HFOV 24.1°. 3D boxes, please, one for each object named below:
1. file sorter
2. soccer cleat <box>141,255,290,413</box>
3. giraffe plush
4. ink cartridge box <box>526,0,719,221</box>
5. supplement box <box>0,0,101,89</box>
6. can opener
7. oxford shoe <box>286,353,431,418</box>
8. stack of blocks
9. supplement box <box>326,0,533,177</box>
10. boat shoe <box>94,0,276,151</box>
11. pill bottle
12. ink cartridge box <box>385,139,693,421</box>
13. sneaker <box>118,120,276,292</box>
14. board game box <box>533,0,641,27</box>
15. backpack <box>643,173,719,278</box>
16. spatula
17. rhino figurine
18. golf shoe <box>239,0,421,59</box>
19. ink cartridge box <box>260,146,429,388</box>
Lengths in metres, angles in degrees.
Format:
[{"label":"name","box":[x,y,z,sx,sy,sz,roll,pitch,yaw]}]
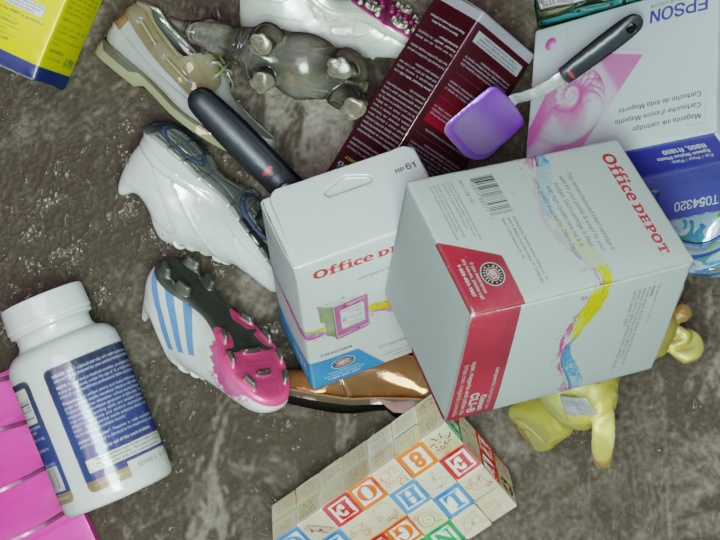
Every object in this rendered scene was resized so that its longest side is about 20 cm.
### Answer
[{"label":"file sorter","box":[-0.356,0.214,1.583,0.138,0.125,0.202,-25,89,6]},{"label":"soccer cleat","box":[-0.135,0.073,1.562,0.200,0.069,0.087,49,130,30]},{"label":"giraffe plush","box":[0.208,0.061,1.516,0.162,0.199,0.174,-38,116,-19]},{"label":"ink cartridge box","box":[0.235,-0.137,1.479,0.195,0.043,0.202,-11,64,39]},{"label":"supplement box","box":[-0.299,-0.286,1.577,0.109,0.109,0.202,24,93,5]},{"label":"can opener","box":[-0.084,-0.088,1.526,0.079,0.063,0.200,-42,103,-5]},{"label":"oxford shoe","box":[-0.009,0.098,1.580,0.197,0.071,0.072,4,81,-4]},{"label":"stack of blocks","box":[0.030,0.216,1.554,0.199,0.059,0.115,-35,114,13]},{"label":"supplement box","box":[0.064,-0.141,1.538,0.061,0.109,0.201,34,94,35]},{"label":"boat shoe","box":[-0.154,-0.176,1.581,0.199,0.075,0.069,36,100,5]},{"label":"pill bottle","box":[-0.262,0.118,1.579,0.110,0.111,0.202,-22,89,6]},{"label":"ink cartridge box","box":[0.142,0.006,1.381,0.198,0.145,0.146,-12,52,-17]},{"label":"sneaker","box":[-0.143,-0.050,1.595,0.200,0.074,0.087,44,114,5]},{"label":"board game box","box":[0.254,-0.256,1.508,0.197,0.135,0.029,-11,90,6]},{"label":"backpack","box":[0.318,-0.093,1.507,0.162,0.153,0.202,25,108,24]},{"label":"spatula","box":[0.166,-0.166,1.495,0.199,0.021,0.057,-32,123,20]},{"label":"rhino figurine","box":[-0.081,-0.193,1.524,0.198,0.088,0.060,19,107,1]},{"label":"golf shoe","box":[-0.022,-0.227,1.578,0.198,0.075,0.092,26,116,3]},{"label":"ink cartridge box","box":[0.000,0.000,1.487,0.143,0.201,0.085,-20,56,-9]}]
